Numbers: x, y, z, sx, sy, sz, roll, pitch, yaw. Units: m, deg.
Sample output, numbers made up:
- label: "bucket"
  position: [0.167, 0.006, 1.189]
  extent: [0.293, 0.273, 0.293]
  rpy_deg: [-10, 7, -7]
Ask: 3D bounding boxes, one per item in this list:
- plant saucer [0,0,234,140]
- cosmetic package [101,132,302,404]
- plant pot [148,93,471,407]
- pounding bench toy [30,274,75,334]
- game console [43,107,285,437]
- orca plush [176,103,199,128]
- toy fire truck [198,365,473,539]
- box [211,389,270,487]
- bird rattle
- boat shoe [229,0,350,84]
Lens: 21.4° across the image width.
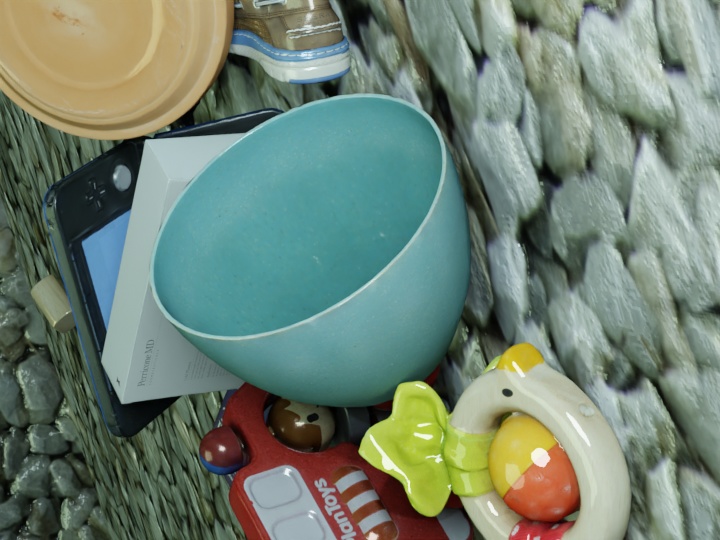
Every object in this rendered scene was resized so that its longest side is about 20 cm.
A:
- label: "plant saucer"
  position: [-0.185, -0.184, 1.303]
  extent: [0.032, 0.200, 0.200]
  rpy_deg: [-56, -44, -63]
- label: "cosmetic package"
  position: [-0.089, -0.003, 1.323]
  extent: [0.052, 0.151, 0.200]
  rpy_deg: [55, 141, 40]
- label: "plant pot"
  position: [-0.012, 0.007, 1.190]
  extent: [0.135, 0.200, 0.200]
  rpy_deg: [57, 176, -39]
- label: "pounding bench toy"
  position: [-0.206, 0.035, 1.794]
  extent: [0.156, 0.200, 0.124]
  rpy_deg: [97, 150, -55]
- label: "game console"
  position: [-0.119, 0.002, 1.399]
  extent: [0.118, 0.171, 0.200]
  rpy_deg: [-2, 112, 30]
- label: "orca plush"
  position: [-0.130, -0.206, 1.503]
  extent: [0.071, 0.105, 0.200]
  rpy_deg: [11, 108, 30]
- label: "toy fire truck"
  position: [-0.015, 0.132, 1.296]
  extent: [0.200, 0.168, 0.112]
  rpy_deg: [58, 148, 29]
- label: "box"
  position: [-0.036, 0.151, 1.507]
  extent: [0.200, 0.079, 0.141]
  rpy_deg: [55, 131, 43]
- label: "bird rattle"
  position: [0.095, 0.134, 1.115]
  extent: [0.200, 0.113, 0.163]
  rpy_deg: [59, 144, 26]
- label: "boat shoe"
  position: [-0.061, -0.187, 1.322]
  extent: [0.200, 0.072, 0.072]
  rpy_deg: [32, 131, 56]
